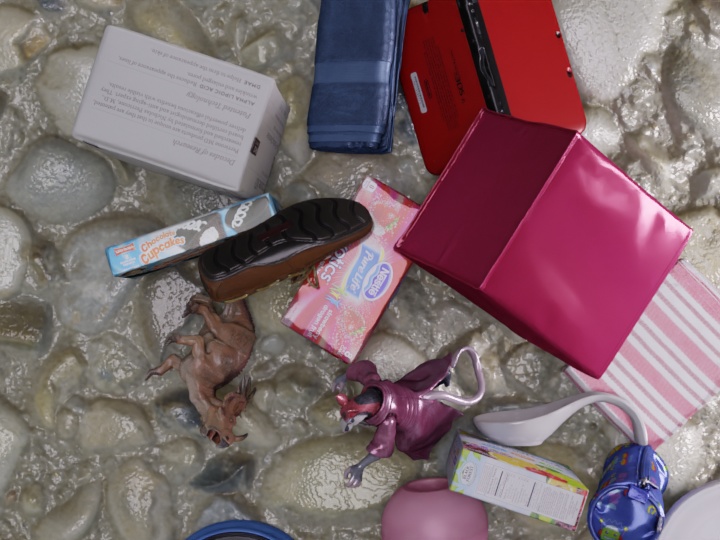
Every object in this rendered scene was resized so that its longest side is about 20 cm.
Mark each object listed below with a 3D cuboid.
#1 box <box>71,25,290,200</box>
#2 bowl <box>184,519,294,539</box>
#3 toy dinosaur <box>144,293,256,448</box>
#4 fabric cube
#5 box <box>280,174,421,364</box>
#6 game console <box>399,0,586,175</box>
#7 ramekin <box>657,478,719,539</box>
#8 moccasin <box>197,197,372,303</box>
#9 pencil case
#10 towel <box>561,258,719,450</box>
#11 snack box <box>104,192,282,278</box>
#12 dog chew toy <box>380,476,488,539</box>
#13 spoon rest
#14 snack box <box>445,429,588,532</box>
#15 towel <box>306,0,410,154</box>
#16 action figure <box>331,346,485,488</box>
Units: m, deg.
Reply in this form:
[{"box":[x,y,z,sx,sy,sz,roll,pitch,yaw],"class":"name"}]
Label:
[{"box":[-0.197,-0.171,1.531,0.199,0.199,0.131,19,89,3],"class":"box"},{"box":[-0.145,0.397,1.588,0.199,0.039,0.202,0,88,3],"class":"bowl"},{"box":[-0.162,0.103,1.583,0.135,0.086,0.201,30,73,-7],"class":"toy dinosaur"},{"box":[0.196,-0.034,1.473,0.199,0.200,0.197,33,89,-29],"class":"fabric cube"},{"box":[0.000,0.000,1.568,0.099,0.095,0.201,31,89,2],"class":"box"},{"box":[0.149,-0.232,1.610,0.172,0.119,0.201,-18,86,33],"class":"game console"},{"box":[0.428,0.333,1.539,0.201,0.094,0.204,0,87,3],"class":"ramekin"},{"box":[-0.080,-0.018,1.496,0.201,0.078,0.074,-29,57,-9],"class":"moccasin"},{"box":[0.300,0.248,1.492,0.078,0.200,0.087,32,103,9],"class":"pencil case"},{"box":[0.357,0.102,1.586,0.200,0.030,0.146,-44,86,3],"class":"towel"},{"box":[-0.188,-0.038,1.567,0.199,0.116,0.037,-18,87,2],"class":"snack box"},{"box":[0.090,0.343,1.544,0.124,0.125,0.201,-7,95,2],"class":"dog chew toy"},{"box":[0.229,0.170,1.553,0.199,0.099,0.061,1,90,-1],"class":"spoon rest"},{"box":[0.169,0.230,1.500,0.142,0.200,0.053,19,90,3],"class":"snack box"},{"box":[-0.004,-0.239,1.592,0.111,0.048,0.201,5,89,28],"class":"towel"},{"box":[0.045,0.159,1.508,0.148,0.200,0.135,-25,71,25],"class":"action figure"}]
